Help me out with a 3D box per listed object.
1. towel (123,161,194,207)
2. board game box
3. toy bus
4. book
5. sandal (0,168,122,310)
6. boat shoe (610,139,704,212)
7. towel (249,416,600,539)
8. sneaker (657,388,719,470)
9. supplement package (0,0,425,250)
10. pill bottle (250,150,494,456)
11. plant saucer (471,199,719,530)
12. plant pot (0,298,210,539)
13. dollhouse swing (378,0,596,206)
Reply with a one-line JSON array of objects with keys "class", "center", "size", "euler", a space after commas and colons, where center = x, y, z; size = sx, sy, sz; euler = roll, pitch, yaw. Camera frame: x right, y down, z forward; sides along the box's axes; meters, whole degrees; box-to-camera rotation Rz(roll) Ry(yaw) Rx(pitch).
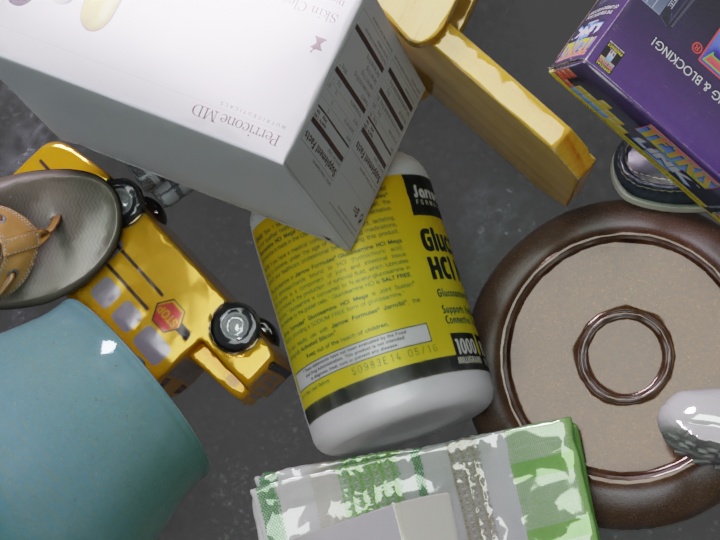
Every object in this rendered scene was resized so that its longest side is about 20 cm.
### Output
[{"class": "towel", "center": [-0.123, -0.163, 1.581], "size": [0.166, 0.086, 0.200], "euler": [-41, 70, 0]}, {"class": "board game box", "center": [0.228, -0.114, 1.419], "size": [0.200, 0.057, 0.166], "euler": [39, 75, -15]}, {"class": "toy bus", "center": [-0.132, 0.008, 1.569], "size": [0.078, 0.065, 0.200], "euler": [-44, 76, 0]}, {"class": "book", "center": [0.020, 0.198, 1.398], "size": [0.048, 0.200, 0.134], "euler": [-9, 81, -18]}, {"class": "sandal", "center": [-0.232, -0.014, 1.498], "size": [0.199, 0.055, 0.082], "euler": [-4, 96, -21]}, {"class": "boat shoe", "center": [0.246, -0.082, 1.519], "size": [0.199, 0.062, 0.075], "euler": [-7, 75, 6]}, {"class": "towel", "center": [0.045, 0.175, 1.516], "size": [0.199, 0.031, 0.150], "euler": [-12, 90, 10]}, {"class": "sneaker", "center": [0.268, 0.082, 1.475], "size": [0.199, 0.076, 0.081], "euler": [7, 83, -10]}, {"class": "supplement package", "center": [-0.088, -0.113, 1.432], "size": [0.200, 0.156, 0.111], "euler": [21, 79, 18]}, {"class": "pill bottle", "center": [0.000, 0.000, 1.524], "size": [0.112, 0.112, 0.201], "euler": [-18, 78, 6]}, {"class": "plant saucer", "center": [0.159, 0.053, 1.530], "size": [0.200, 0.032, 0.201], "euler": [-2, 80, 8]}, {"class": "plant pot", "center": [-0.199, 0.123, 1.503], "size": [0.188, 0.200, 0.200], "euler": [-40, 76, -12]}, {"class": "dollhouse swing", "center": [0.088, -0.162, 1.498], "size": [0.175, 0.200, 0.182], "euler": [26, 85, 4]}]
